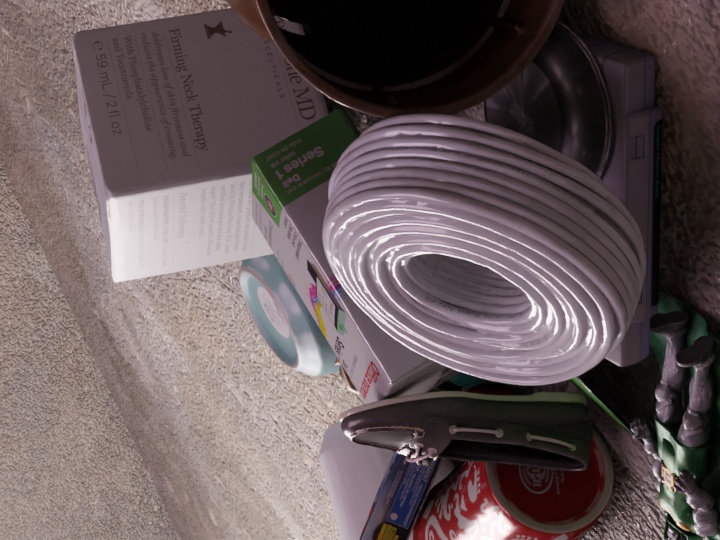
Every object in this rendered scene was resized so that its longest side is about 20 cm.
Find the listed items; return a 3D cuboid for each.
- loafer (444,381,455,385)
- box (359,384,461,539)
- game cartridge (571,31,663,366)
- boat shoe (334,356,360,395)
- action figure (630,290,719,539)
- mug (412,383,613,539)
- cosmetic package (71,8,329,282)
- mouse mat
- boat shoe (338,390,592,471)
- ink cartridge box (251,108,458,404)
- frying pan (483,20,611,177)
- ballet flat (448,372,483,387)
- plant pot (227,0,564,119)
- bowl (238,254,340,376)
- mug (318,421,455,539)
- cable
[{"bbox_3d":[0.035,0.023,1.284,0.201,0.075,0.070,57,156,11],"label":"loafer"},{"bbox_3d":[0.047,0.166,1.267,0.040,0.138,0.200,23,-177,3],"label":"box"},{"bbox_3d":[0.139,-0.051,0.932,0.129,0.038,0.201,27,129,48],"label":"game cartridge"},{"bbox_3d":[0.012,0.090,1.352,0.200,0.064,0.072,58,-172,-64],"label":"boat shoe"},{"bbox_3d":[0.220,0.119,0.985,0.118,0.054,0.201,-125,20,-52],"label":"action figure"},{"bbox_3d":[0.116,0.182,1.227,0.178,0.133,0.200,53,156,16],"label":"mug"},{"bbox_3d":[-0.138,-0.113,1.284,0.167,0.199,0.168,104,152,-63],"label":"cosmetic package"},{"bbox_3d":[0.134,0.057,1.082,0.200,0.008,0.161,43,-179,39],"label":"mouse mat"},{"bbox_3d":[0.084,0.125,1.096,0.067,0.198,0.057,124,142,-65],"label":"boat shoe"},{"bbox_3d":[0.000,0.000,1.118,0.201,0.084,0.145,58,168,12],"label":"ink cartridge box"},{"bbox_3d":[0.097,-0.082,0.932,0.116,0.031,0.190,66,149,15],"label":"frying pan"},{"bbox_3d":[0.068,-0.001,1.208,0.070,0.067,0.201,-104,-5,-65],"label":"ballet flat"},{"bbox_3d":[0.001,-0.205,0.909,0.201,0.199,0.198,67,168,-19],"label":"plant pot"},{"bbox_3d":[-0.049,0.025,1.453,0.201,0.105,0.201,50,159,27],"label":"bowl"},{"bbox_3d":[0.025,0.223,1.496,0.154,0.149,0.187,65,155,11],"label":"mug"},{"bbox_3d":[0.069,-0.009,0.873,0.199,0.070,0.200,31,152,-16],"label":"cable"}]
